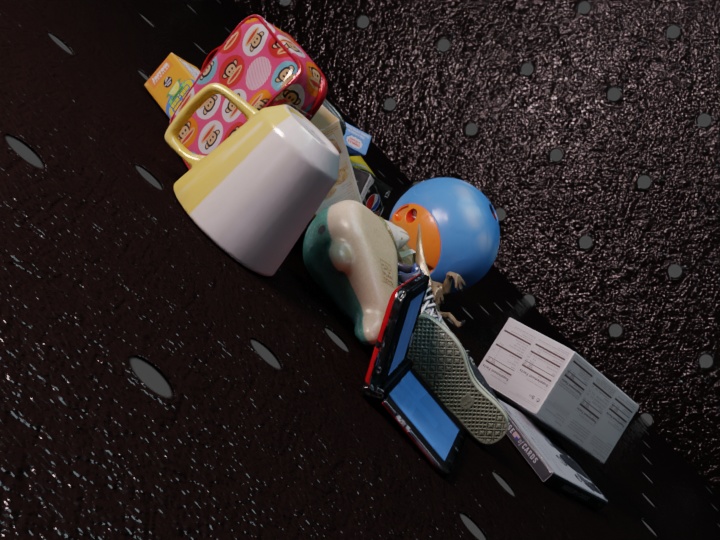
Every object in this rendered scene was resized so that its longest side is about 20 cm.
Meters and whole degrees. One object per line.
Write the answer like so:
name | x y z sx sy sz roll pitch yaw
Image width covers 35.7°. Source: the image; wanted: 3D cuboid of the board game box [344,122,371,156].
board game box | -0.103 -0.215 1.711 0.150 0.037 0.199 23 -11 -36

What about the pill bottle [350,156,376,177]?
pill bottle | -0.041 -0.149 1.828 0.112 0.112 0.200 37 13 -35

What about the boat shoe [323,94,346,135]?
boat shoe | -0.079 -0.248 1.547 0.199 0.066 0.075 36 -29 32

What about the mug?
mug | -0.116 -0.110 1.237 0.186 0.153 0.150 39 11 -25

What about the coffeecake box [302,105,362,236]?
coffeecake box | -0.069 -0.134 1.483 0.154 0.073 0.201 46 -20 46

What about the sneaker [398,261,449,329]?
sneaker | 0.061 0.040 1.473 0.200 0.086 0.077 44 41 16

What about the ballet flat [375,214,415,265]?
ballet flat | 0.048 -0.022 1.602 0.201 0.070 0.071 65 -5 -36

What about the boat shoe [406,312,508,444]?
boat shoe | 0.113 0.132 1.398 0.200 0.074 0.062 50 5 -19

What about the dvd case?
dvd case | 0.273 0.269 1.633 0.199 0.025 0.151 33 16 -49

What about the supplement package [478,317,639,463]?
supplement package | 0.304 0.187 1.741 0.200 0.111 0.155 38 -5 -37

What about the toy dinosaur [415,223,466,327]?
toy dinosaur | 0.095 0.032 1.548 0.058 0.203 0.101 -6 -1 -33

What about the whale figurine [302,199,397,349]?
whale figurine | -0.011 0.015 1.389 0.159 0.103 0.202 30 42 -56

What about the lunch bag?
lunch bag | -0.148 -0.207 1.373 0.082 0.200 0.177 24 22 -50

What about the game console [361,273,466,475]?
game console | 0.080 0.108 1.248 0.117 0.174 0.200 18 8 9

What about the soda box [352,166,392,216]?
soda box | -0.052 -0.132 1.653 0.199 0.071 0.063 26 0 38

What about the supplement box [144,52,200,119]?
supplement box | -0.208 -0.201 1.496 0.200 0.067 0.069 50 13 30

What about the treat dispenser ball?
treat dispenser ball | 0.145 -0.061 1.961 0.201 0.201 0.201 42 10 -9

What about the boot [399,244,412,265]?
boot | 0.034 -0.028 1.741 0.200 0.073 0.156 44 10 -14
